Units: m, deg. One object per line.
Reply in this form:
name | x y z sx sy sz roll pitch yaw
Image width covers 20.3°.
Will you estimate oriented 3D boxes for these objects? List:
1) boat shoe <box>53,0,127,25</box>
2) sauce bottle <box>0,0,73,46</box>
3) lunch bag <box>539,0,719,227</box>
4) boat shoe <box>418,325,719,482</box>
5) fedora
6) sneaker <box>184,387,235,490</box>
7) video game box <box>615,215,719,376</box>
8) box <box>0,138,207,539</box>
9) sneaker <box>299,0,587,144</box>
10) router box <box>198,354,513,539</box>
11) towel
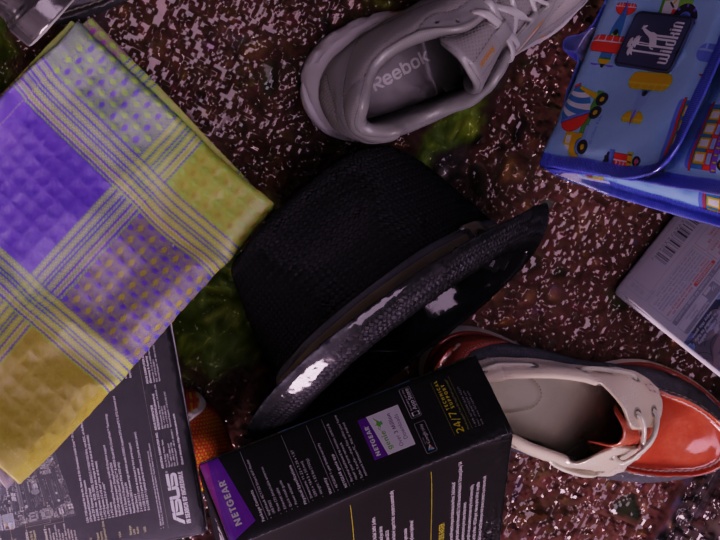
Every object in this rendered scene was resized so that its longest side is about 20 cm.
boat shoe | -0.092 -0.178 0.979 0.199 0.068 0.072 -27 113 -2
sauce bottle | -0.212 -0.187 0.927 0.200 0.066 0.066 41 93 -14
lunch bag | 0.190 -0.101 1.022 0.094 0.199 0.152 30 79 -49
boat shoe | 0.128 0.081 1.126 0.199 0.063 0.072 18 99 -22
fedora | 0.000 0.000 1.025 0.200 0.201 0.092 -38 80 -2
sneaker | -0.149 0.144 1.059 0.199 0.073 0.077 -33 114 -3
video game box | 0.249 -0.023 1.063 0.047 0.182 0.200 36 95 -29
box | -0.171 0.047 0.999 0.159 0.044 0.202 -11 87 -13
sneaker | 0.066 -0.125 1.027 0.200 0.092 0.076 -38 113 -2
router box | 0.000 0.131 1.046 0.148 0.051 0.200 -21 153 -10
towel | -0.154 -0.009 0.974 0.144 0.023 0.200 45 77 -5
